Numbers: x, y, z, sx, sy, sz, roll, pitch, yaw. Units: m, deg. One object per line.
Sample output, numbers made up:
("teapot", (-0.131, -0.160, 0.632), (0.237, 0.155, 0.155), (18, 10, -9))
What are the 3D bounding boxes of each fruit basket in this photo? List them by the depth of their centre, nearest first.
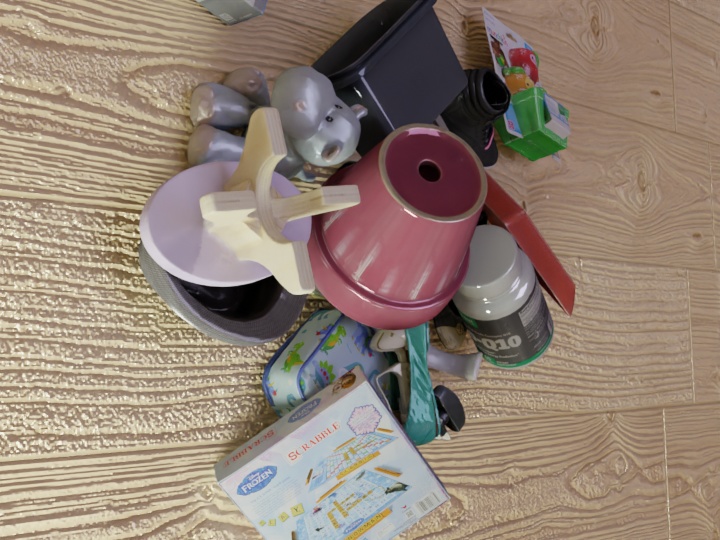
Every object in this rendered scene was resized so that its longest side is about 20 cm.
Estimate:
("fruit basket", (0.245, -0.273, 1.729), (0.185, 0.093, 0.202), (19, 62, -56))

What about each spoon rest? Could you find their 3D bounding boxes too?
("spoon rest", (0.068, 0.091, 1.529), (0.199, 0.060, 0.100), (30, 65, -27))

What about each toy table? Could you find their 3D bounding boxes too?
("toy table", (-0.106, -0.057, 1.171), (0.199, 0.117, 0.186), (-23, 93, -41))

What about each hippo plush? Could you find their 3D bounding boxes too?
("hippo plush", (-0.085, -0.138, 1.297), (0.201, 0.160, 0.160), (55, 49, -28))

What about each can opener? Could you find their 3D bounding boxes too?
("can opener", (0.073, 0.145, 1.497), (0.067, 0.052, 0.201), (-51, 132, -26))

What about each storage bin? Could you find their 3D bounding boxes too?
("storage bin", (0.031, -0.234, 1.443), (0.200, 0.145, 0.135), (-48, 115, -32))

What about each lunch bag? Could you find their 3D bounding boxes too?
("lunch bag", (-0.019, 0.153, 1.396), (0.161, 0.082, 0.201), (-51, 122, -37))

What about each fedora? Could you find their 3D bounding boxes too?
("fedora", (-0.159, -0.006, 1.250), (0.199, 0.090, 0.178), (31, 60, -28))

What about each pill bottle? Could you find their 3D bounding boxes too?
("pill bottle", (0.181, 0.035, 1.529), (0.200, 0.112, 0.114), (59, 45, -50))

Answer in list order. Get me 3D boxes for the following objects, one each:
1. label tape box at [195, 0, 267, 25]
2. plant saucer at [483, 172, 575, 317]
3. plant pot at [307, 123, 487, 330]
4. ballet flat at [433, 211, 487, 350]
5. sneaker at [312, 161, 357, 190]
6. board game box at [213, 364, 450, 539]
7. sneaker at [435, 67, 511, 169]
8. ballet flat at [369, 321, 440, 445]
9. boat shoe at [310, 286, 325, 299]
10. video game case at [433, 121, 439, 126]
("label tape box", (-0.178, -0.390, 1.297), (0.199, 0.066, 0.145), (33, 62, -43))
("plant saucer", (0.217, -0.054, 1.614), (0.037, 0.200, 0.200), (-38, 124, 4))
("plant pot", (0.050, -0.061, 1.309), (0.198, 0.179, 0.202), (10, 58, -16))
("ballet flat", (0.136, 0.009, 1.604), (0.066, 0.056, 0.202), (22, 70, -46))
("sneaker", (0.020, -0.111, 1.471), (0.199, 0.071, 0.081), (-36, 109, -36))
("board game box", (-0.030, 0.238, 1.316), (0.199, 0.041, 0.200), (-34, 118, 0))
("sneaker", (0.169, -0.205, 1.603), (0.200, 0.098, 0.071), (47, 51, -45))
("ballet flat", (0.048, 0.107, 1.377), (0.070, 0.067, 0.202), (-5, 84, -28))
("boat shoe", (-0.001, -0.003, 1.450), (0.201, 0.060, 0.073), (-7, 82, -55))
("video game case", (0.063, -0.217, 1.577), (0.182, 0.023, 0.202), (38, 59, -39))
